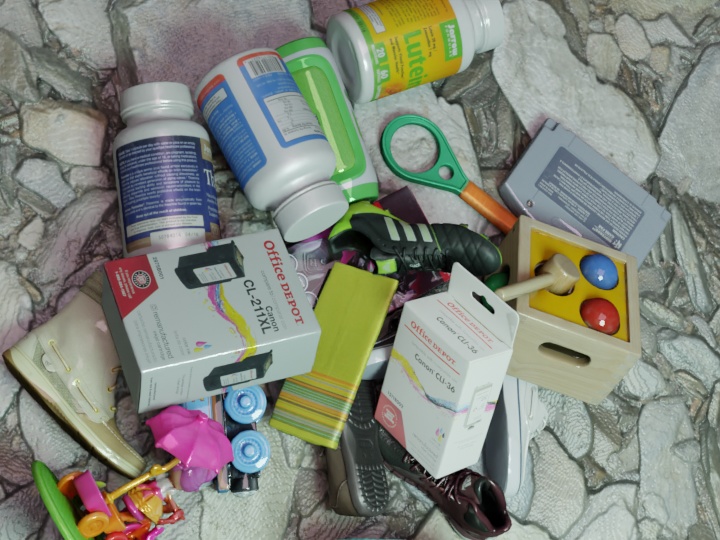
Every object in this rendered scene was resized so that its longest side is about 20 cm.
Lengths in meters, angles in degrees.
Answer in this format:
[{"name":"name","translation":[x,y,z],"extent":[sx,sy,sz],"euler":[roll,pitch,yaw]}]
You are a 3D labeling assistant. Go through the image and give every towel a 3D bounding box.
[{"name":"towel","translation":[-0.028,0.094,1.543],"extent":[0.085,0.018,0.202],"euler":[17,78,25]}]

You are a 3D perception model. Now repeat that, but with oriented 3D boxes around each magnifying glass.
[{"name":"magnifying glass","translation":[0.109,-0.113,1.692],"extent":[0.199,0.022,0.080],"euler":[38,72,-2]}]

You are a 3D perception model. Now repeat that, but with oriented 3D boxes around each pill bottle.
[{"name":"pill bottle","translation":[0.068,-0.280,1.669],"extent":[0.198,0.111,0.112],"euler":[-20,83,-17]},{"name":"pill bottle","translation":[-0.095,-0.137,1.549],"extent":[0.111,0.112,0.201],"euler":[-23,75,-17]},{"name":"pill bottle","translation":[-0.219,-0.103,1.559],"extent":[0.110,0.111,0.202],"euler":[-5,80,-15]}]

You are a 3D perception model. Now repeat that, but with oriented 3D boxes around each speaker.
[{"name":"speaker","translation":[-0.046,-0.167,1.630],"extent":[0.088,0.088,0.202],"euler":[-18,83,-17]}]

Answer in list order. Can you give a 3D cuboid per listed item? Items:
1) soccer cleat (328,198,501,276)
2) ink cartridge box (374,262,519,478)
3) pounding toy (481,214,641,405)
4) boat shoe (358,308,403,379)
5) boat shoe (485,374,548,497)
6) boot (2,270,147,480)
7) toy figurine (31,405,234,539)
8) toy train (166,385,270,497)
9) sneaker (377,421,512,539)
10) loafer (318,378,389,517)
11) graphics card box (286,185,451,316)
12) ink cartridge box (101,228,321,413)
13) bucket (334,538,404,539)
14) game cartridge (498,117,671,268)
[{"name":"soccer cleat","translation":[0.058,-0.021,1.545],"extent":[0.198,0.068,0.081],"euler":[16,48,24]},{"name":"ink cartridge box","translation":[0.091,0.106,1.496],"extent":[0.067,0.201,0.116],"euler":[-13,40,-37]},{"name":"pounding toy","translation":[0.217,0.036,1.581],"extent":[0.198,0.143,0.185],"euler":[20,45,-12]},{"name":"boat shoe","translation":[0.066,0.072,1.604],"extent":[0.199,0.070,0.067],"euler":[-14,70,-29]},{"name":"boat shoe","translation":[0.186,0.165,1.617],"extent":[0.065,0.074,0.202],"euler":[8,71,-15]},{"name":"boot","translation":[-0.270,0.115,1.522],"extent":[0.200,0.072,0.155],"euler":[46,69,-1]},{"name":"toy figurine","translation":[-0.212,0.224,1.435],"extent":[0.183,0.201,0.150],"euler":[-32,55,-8]},{"name":"toy train","translation":[-0.161,0.151,1.536],"extent":[0.113,0.087,0.202],"euler":[-4,80,-6]},{"name":"sneaker","translation":[0.100,0.224,1.564],"extent":[0.200,0.116,0.076],"euler":[43,72,-2]},{"name":"loafer","translation":[-0.023,0.184,1.564],"extent":[0.073,0.071,0.202],"euler":[22,52,-44]},{"name":"graphics card box","translation":[0.000,0.000,1.623],"extent":[0.199,0.051,0.126],"euler":[-27,86,-17]},{"name":"ink cartridge box","translation":[-0.159,0.049,1.473],"extent":[0.198,0.083,0.146],"euler":[-13,57,-21]},{"name":"bucket","translation":[0.050,0.362,1.482],"extent":[0.205,0.207,0.136],"euler":[8,74,-12]},{"name":"game cartridge","translation":[0.273,-0.078,1.716],"extent":[0.199,0.041,0.133],"euler":[38,68,-3]}]
